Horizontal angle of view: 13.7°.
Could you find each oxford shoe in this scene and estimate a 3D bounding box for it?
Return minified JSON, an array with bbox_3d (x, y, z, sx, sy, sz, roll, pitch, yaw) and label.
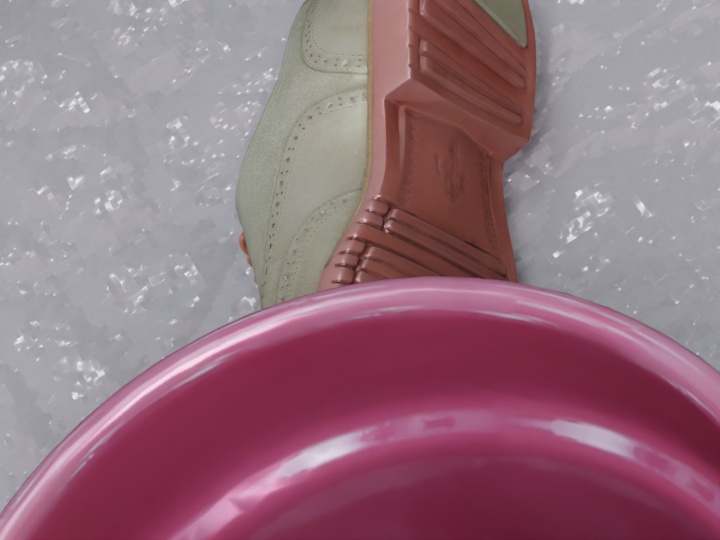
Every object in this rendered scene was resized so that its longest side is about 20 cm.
[{"bbox_3d":[0.000,0.000,0.839,0.074,0.071,0.200,-16,51,42],"label":"oxford shoe"}]

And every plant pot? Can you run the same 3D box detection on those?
[{"bbox_3d":[0.028,0.128,0.663,0.200,0.179,0.200,-10,56,15],"label":"plant pot"}]
